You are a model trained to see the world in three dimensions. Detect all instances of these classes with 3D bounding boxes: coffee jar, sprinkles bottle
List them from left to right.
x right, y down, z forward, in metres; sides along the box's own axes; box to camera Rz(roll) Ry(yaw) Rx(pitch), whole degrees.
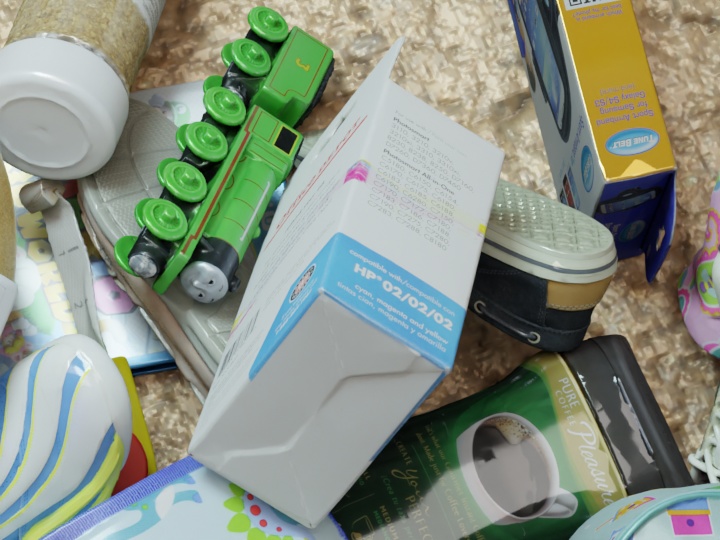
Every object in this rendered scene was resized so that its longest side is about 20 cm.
[{"bbox_3d":[-0.127,-0.134,1.250,0.068,0.068,0.200,12,47,2],"label":"sprinkles bottle"},{"bbox_3d":[0.050,0.107,1.199,0.200,0.085,0.104,-21,74,-8],"label":"coffee jar"}]

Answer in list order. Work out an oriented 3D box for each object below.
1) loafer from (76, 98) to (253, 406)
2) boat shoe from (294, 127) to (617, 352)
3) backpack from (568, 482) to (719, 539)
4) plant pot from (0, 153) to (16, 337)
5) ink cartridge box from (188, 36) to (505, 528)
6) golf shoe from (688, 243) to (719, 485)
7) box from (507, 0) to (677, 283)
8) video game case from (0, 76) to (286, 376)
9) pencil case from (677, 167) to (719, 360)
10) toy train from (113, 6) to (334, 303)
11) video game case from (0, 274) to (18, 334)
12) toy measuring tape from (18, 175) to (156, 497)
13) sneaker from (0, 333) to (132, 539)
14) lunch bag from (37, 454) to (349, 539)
[{"bbox_3d":[-0.086,0.004,1.223,0.072,0.063,0.200,-13,53,-33],"label":"loafer"},{"bbox_3d":[0.038,-0.019,1.230,0.075,0.062,0.200,-18,35,-40],"label":"boat shoe"},{"bbox_3d":[0.178,0.173,1.099,0.200,0.153,0.176,5,89,-4],"label":"backpack"},{"bbox_3d":[-0.242,0.000,1.197,0.200,0.027,0.200,-8,76,34],"label":"plant pot"},{"bbox_3d":[0.000,0.000,1.131,0.068,0.115,0.200,31,37,-11],"label":"ink cartridge box"},{"bbox_3d":[0.189,0.072,1.174,0.088,0.200,0.077,-27,31,-2],"label":"golf shoe"},{"bbox_3d":[0.109,-0.093,1.254,0.041,0.119,0.200,-9,71,-5],"label":"box"},{"bbox_3d":[-0.133,-0.015,1.271,0.200,0.018,0.143,-10,71,-6],"label":"video game case"},{"bbox_3d":[0.206,-0.038,1.198,0.087,0.200,0.087,6,44,-6],"label":"pencil case"},{"bbox_3d":[-0.060,-0.054,1.219,0.056,0.042,0.200,33,41,-10],"label":"toy train"},{"bbox_3d":[-0.250,0.081,1.123,0.182,0.024,0.200,10,73,40],"label":"video game case"},{"bbox_3d":[-0.143,0.058,1.203,0.074,0.074,0.200,-16,88,-8],"label":"toy measuring tape"},{"bbox_3d":[-0.179,0.108,1.128,0.076,0.200,0.105,50,36,17],"label":"sneaker"},{"bbox_3d":[-0.078,0.183,1.104,0.200,0.127,0.170,-33,78,-6],"label":"lunch bag"}]
